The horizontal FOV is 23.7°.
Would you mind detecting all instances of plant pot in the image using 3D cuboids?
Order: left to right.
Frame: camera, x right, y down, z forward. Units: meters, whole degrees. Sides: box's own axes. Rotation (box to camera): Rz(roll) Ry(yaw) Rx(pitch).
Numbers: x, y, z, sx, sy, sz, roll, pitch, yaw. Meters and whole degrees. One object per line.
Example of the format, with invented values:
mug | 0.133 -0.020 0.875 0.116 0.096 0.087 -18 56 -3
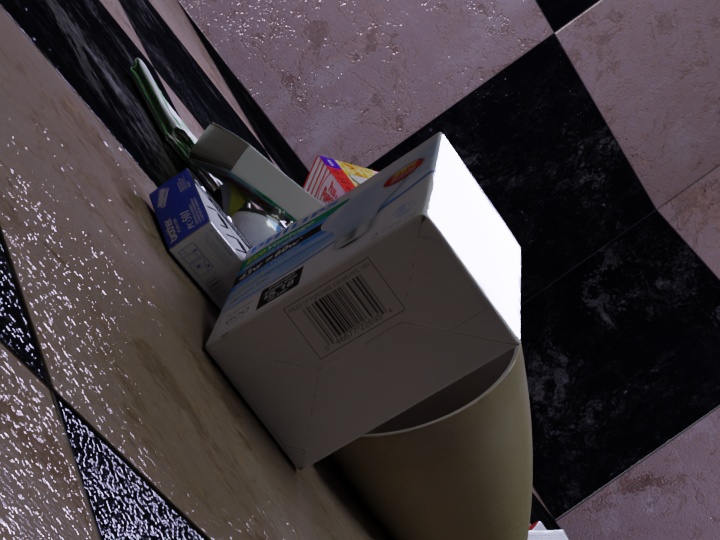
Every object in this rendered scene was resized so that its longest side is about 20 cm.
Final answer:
plant pot | 0.069 0.161 1.446 0.187 0.187 0.200 -119 -171 -62

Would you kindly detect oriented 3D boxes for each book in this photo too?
book | -0.096 -0.088 1.775 0.134 0.048 0.200 38 -4 -19

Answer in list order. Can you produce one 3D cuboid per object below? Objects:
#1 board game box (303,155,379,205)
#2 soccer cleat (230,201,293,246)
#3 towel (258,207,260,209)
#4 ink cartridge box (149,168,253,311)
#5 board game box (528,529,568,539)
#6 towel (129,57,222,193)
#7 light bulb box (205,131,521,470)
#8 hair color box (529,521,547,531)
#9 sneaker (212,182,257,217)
board game box | 0.053 -0.055 1.903 0.200 0.046 0.152 14 22 -28
soccer cleat | -0.070 0.013 1.601 0.070 0.086 0.200 10 -20 37
towel | -0.061 0.003 2.247 0.146 0.030 0.200 58 4 34
ink cartridge box | -0.100 0.013 1.454 0.200 0.044 0.094 53 5 -35
board game box | 0.176 0.330 1.552 0.153 0.040 0.200 10 45 -50
towel | -0.187 -0.139 1.942 0.200 0.023 0.153 51 4 -47
light bulb box | 0.010 0.018 1.303 0.125 0.198 0.200 55 16 -15
hair color box | 0.193 0.357 1.667 0.200 0.064 0.111 56 29 2
sneaker | -0.077 -0.012 1.757 0.200 0.076 0.075 53 5 0
